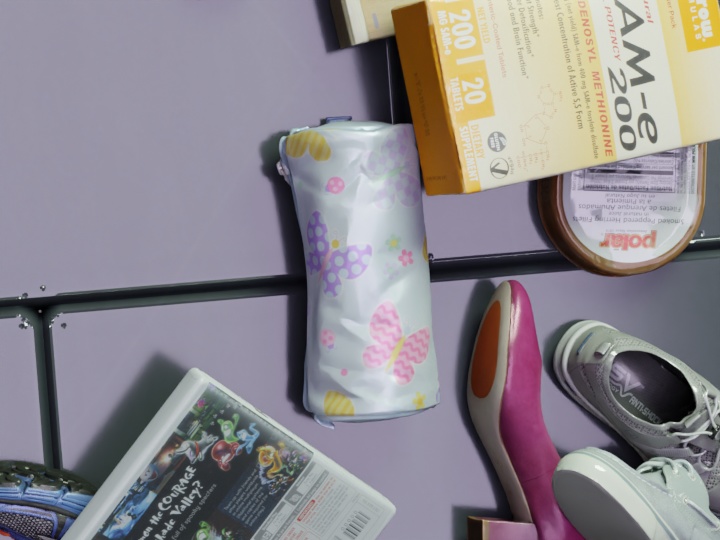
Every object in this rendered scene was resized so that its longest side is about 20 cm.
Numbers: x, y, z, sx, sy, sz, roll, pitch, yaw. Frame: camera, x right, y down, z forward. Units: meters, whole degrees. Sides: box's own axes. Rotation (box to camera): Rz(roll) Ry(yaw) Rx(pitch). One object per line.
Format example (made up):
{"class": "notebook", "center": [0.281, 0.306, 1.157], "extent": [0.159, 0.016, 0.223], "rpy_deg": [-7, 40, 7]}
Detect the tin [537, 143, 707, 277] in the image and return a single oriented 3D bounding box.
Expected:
{"class": "tin", "center": [0.176, -0.096, 1.766], "extent": [0.111, 0.042, 0.202], "rpy_deg": [1, 91, -6]}

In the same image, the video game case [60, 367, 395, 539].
{"class": "video game case", "center": [-0.100, 0.185, 1.674], "extent": [0.182, 0.023, 0.200], "rpy_deg": [36, 92, -33]}

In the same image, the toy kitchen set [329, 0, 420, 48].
{"class": "toy kitchen set", "center": [-0.025, -0.239, 1.653], "extent": [0.162, 0.180, 0.201], "rpy_deg": [-15, 94, -9]}

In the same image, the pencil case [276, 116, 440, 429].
{"class": "pencil case", "center": [0.000, 0.000, 1.711], "extent": [0.090, 0.083, 0.201], "rpy_deg": [-7, 93, -17]}

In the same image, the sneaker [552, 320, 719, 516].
{"class": "sneaker", "center": [0.217, 0.108, 1.754], "extent": [0.199, 0.082, 0.075], "rpy_deg": [32, 85, -10]}

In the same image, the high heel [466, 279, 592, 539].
{"class": "high heel", "center": [0.122, 0.107, 1.751], "extent": [0.095, 0.067, 0.201], "rpy_deg": [1, 98, -18]}

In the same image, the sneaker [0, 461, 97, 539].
{"class": "sneaker", "center": [-0.181, 0.173, 1.687], "extent": [0.199, 0.075, 0.079], "rpy_deg": [13, 92, -9]}

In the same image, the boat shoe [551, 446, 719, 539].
{"class": "boat shoe", "center": [0.196, 0.160, 1.736], "extent": [0.201, 0.070, 0.072], "rpy_deg": [45, 64, -38]}

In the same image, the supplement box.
{"class": "supplement box", "center": [0.132, -0.127, 1.689], "extent": [0.199, 0.073, 0.127], "rpy_deg": [-13, 94, -18]}
